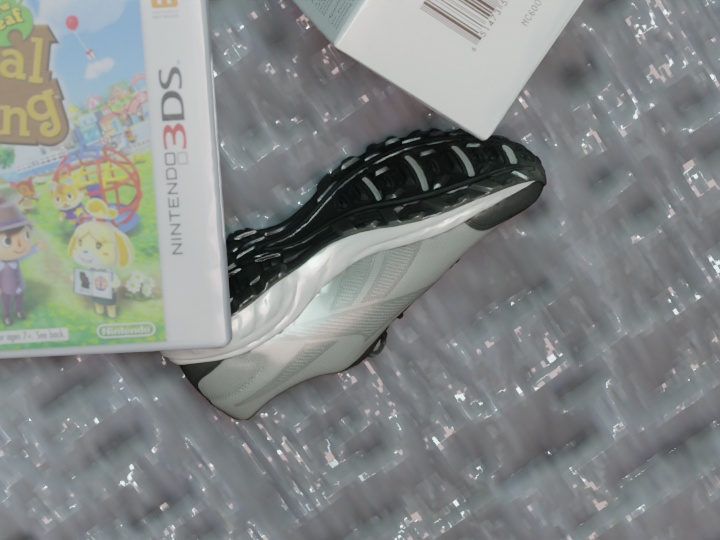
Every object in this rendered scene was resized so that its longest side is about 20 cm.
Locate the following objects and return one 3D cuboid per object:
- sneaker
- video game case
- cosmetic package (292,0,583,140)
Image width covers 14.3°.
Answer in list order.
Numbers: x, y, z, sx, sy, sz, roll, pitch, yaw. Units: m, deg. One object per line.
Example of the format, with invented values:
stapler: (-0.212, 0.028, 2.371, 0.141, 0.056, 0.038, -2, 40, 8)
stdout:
sneaker: (0.000, 0.000, 1.366, 0.200, 0.074, 0.079, -30, 123, 2)
video game case: (-0.163, -0.049, 1.289, 0.200, 0.022, 0.182, -3, 105, 2)
cosmetic package: (0.024, -0.145, 1.245, 0.085, 0.200, 0.108, 31, 101, -21)
